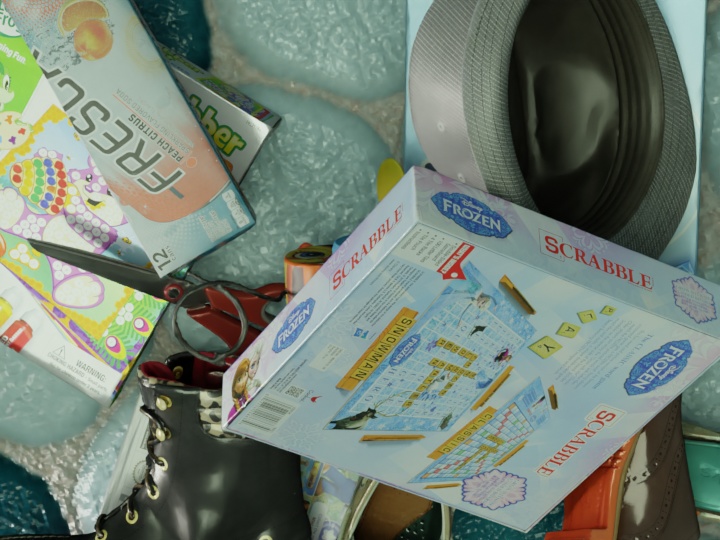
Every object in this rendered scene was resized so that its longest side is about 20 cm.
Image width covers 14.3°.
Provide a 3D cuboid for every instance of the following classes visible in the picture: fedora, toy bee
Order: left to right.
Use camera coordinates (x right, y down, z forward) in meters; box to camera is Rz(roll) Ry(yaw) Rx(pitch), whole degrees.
[{"bbox_3d":[0.000,0.000,1.597,0.199,0.109,0.132,17,100,-10],"label":"toy bee"},{"bbox_3d":[0.092,-0.087,1.537,0.090,0.177,0.200,5,141,40],"label":"fedora"}]

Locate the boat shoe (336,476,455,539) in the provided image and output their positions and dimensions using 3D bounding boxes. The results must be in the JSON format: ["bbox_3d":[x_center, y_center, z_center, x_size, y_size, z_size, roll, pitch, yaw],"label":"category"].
[{"bbox_3d":[0.014,0.169,1.656,0.074,0.068,0.201,9,103,4],"label":"boat shoe"}]

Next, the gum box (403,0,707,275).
[{"bbox_3d":[0.109,-0.064,1.625,0.169,0.045,0.201,2,102,8],"label":"gum box"}]

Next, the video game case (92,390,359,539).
[{"bbox_3d":[-0.055,0.156,1.707,0.199,0.018,0.144,20,103,2],"label":"video game case"}]

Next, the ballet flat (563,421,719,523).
[{"bbox_3d":[0.151,0.109,1.649,0.199,0.062,0.068,18,86,9],"label":"ballet flat"}]

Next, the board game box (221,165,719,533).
[{"bbox_3d":[0.060,0.047,1.513,0.199,0.041,0.200,21,136,-25],"label":"board game box"}]

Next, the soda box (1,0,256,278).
[{"bbox_3d":[-0.132,-0.097,1.589,0.063,0.068,0.201,-30,94,1],"label":"soda box"}]

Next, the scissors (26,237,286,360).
[{"bbox_3d":[-0.093,0.010,1.645,0.200,0.014,0.073,35,109,-24],"label":"scissors"}]

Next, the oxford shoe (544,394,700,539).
[{"bbox_3d":[0.155,0.115,1.594,0.072,0.071,0.201,19,84,-23],"label":"oxford shoe"}]

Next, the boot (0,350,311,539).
[{"bbox_3d":[-0.120,0.125,1.653,0.199,0.073,0.152,4,110,2],"label":"boot"}]

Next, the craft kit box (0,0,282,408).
[{"bbox_3d":[-0.179,-0.055,1.665,0.199,0.049,0.198,31,101,-1],"label":"craft kit box"}]
